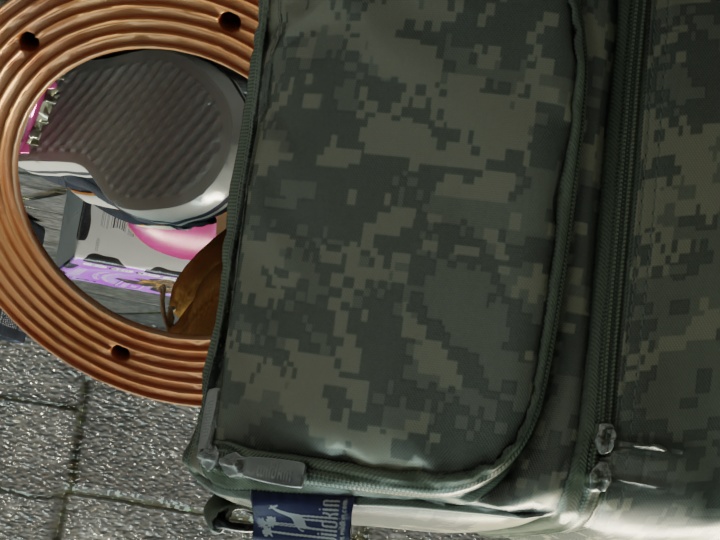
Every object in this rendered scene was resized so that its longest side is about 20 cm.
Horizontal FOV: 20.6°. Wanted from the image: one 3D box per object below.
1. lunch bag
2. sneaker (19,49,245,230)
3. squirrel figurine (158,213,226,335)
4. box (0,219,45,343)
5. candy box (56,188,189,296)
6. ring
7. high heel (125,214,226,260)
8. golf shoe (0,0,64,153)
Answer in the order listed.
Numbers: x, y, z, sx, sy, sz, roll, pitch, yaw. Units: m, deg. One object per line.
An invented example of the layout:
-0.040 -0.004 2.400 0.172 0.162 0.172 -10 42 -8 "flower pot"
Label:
0.038 -0.009 0.623 0.167 0.201 0.139 8 174 -10 "lunch bag"
-0.090 -0.058 0.922 0.079 0.079 0.200 24 177 -37 "sneaker"
0.000 0.000 0.917 0.200 0.142 0.187 -20 -179 21 "squirrel figurine"
-0.362 -0.010 1.635 0.148 0.107 0.200 9 173 7 "box"
-0.099 -0.017 1.346 0.199 0.072 0.168 10 174 -12 "candy box"
-0.073 -0.032 0.789 0.200 0.201 0.019 8 -148 9 "ring"
-0.039 -0.027 1.145 0.096 0.068 0.200 16 -174 41 "high heel"
-0.188 -0.069 0.871 0.091 0.076 0.200 20 146 -15 "golf shoe"
